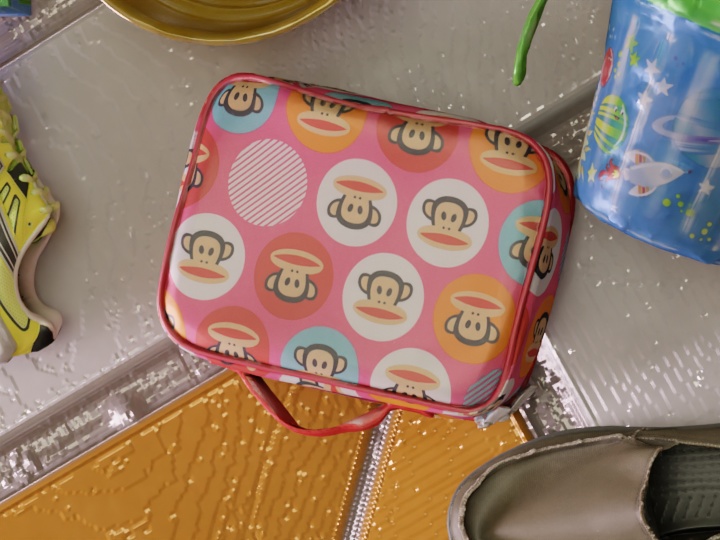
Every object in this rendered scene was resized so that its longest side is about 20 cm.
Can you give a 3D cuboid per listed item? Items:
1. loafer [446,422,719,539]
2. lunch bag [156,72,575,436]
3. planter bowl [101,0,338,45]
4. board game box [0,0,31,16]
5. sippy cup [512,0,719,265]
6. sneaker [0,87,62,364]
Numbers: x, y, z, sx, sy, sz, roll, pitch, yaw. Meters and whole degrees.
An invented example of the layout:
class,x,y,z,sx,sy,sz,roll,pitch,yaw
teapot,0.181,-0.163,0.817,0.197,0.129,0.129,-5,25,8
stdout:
class,x,y,z,sx,sy,sz,roll,pitch,yaw
loafer,0.136,0.109,1.411,0.199,0.070,0.075,-14,83,14
lunch bag,0.000,0.000,1.448,0.199,0.082,0.177,15,91,15
planter bowl,-0.059,-0.212,1.475,0.200,0.083,0.201,-1,87,15
board game box,-0.256,-0.237,1.554,0.151,0.037,0.201,-2,85,15
sippy cup,0.170,-0.077,1.389,0.178,0.139,0.131,31,106,37
sneaker,-0.198,-0.048,1.514,0.076,0.075,0.201,-2,98,6
